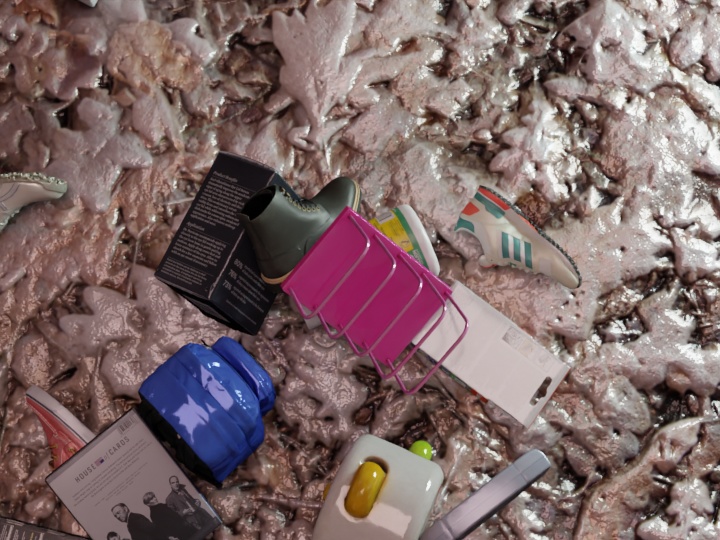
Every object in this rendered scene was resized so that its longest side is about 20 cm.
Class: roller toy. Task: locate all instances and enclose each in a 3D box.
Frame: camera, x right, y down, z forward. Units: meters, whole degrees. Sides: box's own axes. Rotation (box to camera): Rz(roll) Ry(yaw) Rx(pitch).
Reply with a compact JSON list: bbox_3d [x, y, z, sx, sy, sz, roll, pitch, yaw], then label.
[{"bbox_3d":[0.015,0.314,1.580,0.138,0.200,0.184,22,106,8],"label":"roller toy"}]

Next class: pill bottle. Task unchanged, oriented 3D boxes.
[{"bbox_3d":[0.000,0.000,1.692,0.198,0.113,0.114,-26,77,-4],"label":"pill bottle"}]

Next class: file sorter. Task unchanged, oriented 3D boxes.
[{"bbox_3d":[0.024,0.046,1.585,0.199,0.126,0.139,37,99,-26],"label":"file sorter"}]

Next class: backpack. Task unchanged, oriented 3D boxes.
[{"bbox_3d":[-0.202,0.172,1.616,0.162,0.200,0.168,40,81,11],"label":"backpack"}]

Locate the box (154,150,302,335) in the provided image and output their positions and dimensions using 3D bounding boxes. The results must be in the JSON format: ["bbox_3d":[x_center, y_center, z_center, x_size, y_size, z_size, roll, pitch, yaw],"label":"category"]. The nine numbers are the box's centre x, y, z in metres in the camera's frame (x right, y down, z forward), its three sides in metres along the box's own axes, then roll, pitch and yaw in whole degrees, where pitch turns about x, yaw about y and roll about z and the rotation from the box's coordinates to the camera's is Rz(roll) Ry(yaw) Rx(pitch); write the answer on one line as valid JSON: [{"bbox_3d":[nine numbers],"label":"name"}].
[{"bbox_3d":[-0.168,-0.036,1.679,0.103,0.148,0.202,20,76,29],"label":"box"}]

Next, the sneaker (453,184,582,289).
[{"bbox_3d":[0.218,-0.026,1.722,0.199,0.070,0.094,42,99,9],"label":"sneaker"}]

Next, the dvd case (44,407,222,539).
[{"bbox_3d":[-0.302,0.308,1.638,0.150,0.025,0.201,-38,98,-12],"label":"dvd case"}]

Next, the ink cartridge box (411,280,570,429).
[{"bbox_3d":[0.179,0.119,1.690,0.199,0.050,0.109,37,81,9],"label":"ink cartridge box"}]

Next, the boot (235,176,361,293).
[{"bbox_3d":[-0.078,-0.086,1.626,0.077,0.139,0.201,11,53,33],"label":"boot"}]

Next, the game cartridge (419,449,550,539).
[{"bbox_3d":[0.161,0.308,1.604,0.199,0.133,0.041,-36,79,-7],"label":"game cartridge"}]

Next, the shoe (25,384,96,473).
[{"bbox_3d":[-0.403,0.251,1.671,0.200,0.072,0.091,41,76,6],"label":"shoe"}]

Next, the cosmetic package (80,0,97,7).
[{"bbox_3d":[-0.390,-0.512,1.833,0.071,0.102,0.202,26,78,9],"label":"cosmetic package"}]

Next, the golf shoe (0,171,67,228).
[{"bbox_3d":[-0.517,-0.094,1.767,0.197,0.078,0.099,-2,94,7],"label":"golf shoe"}]

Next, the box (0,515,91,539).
[{"bbox_3d":[-0.457,0.444,1.643,0.158,0.044,0.203,12,78,5],"label":"box"}]
